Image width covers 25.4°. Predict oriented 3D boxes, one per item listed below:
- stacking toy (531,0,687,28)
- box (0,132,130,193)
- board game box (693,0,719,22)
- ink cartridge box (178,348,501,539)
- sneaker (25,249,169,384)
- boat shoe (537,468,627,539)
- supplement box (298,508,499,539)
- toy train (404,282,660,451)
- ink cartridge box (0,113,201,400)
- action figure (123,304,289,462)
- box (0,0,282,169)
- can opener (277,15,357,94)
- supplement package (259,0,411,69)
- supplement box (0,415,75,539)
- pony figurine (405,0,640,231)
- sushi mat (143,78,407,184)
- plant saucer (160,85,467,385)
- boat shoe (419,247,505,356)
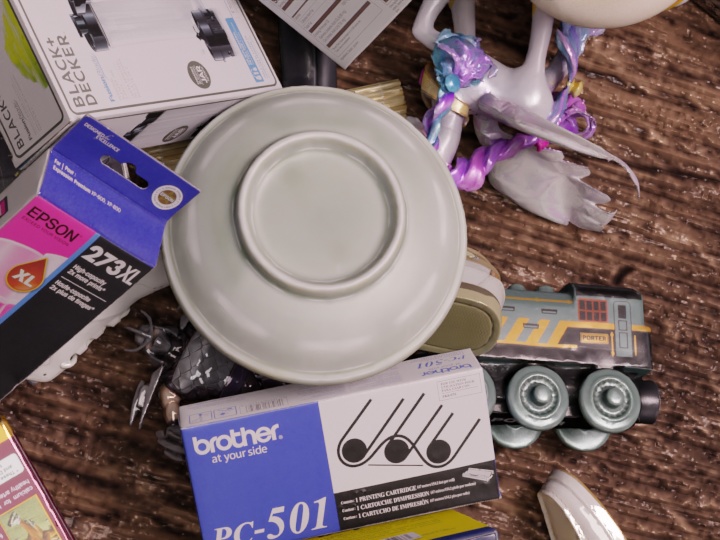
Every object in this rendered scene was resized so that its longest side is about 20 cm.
[{"bbox_3d":[0.188,-0.221,1.069,0.145,0.200,0.148,-1,88,24],"label":"stacking toy"},{"bbox_3d":[-0.253,-0.069,1.029,0.198,0.049,0.162,-10,58,-14],"label":"box"},{"bbox_3d":[0.280,-0.258,1.140,0.199,0.159,0.097,36,81,-9],"label":"board game box"},{"bbox_3d":[-0.013,0.120,1.047,0.198,0.044,0.095,-11,107,-5],"label":"ink cartridge box"},{"bbox_3d":[-0.203,0.024,1.072,0.198,0.075,0.088,-17,107,-8],"label":"sneaker"},{"bbox_3d":[0.167,0.242,1.144,0.069,0.071,0.201,-27,96,-14],"label":"boat shoe"},{"bbox_3d":[0.021,0.220,1.044,0.109,0.200,0.110,-11,91,-13],"label":"supplement box"},{"bbox_3d":[0.117,0.064,1.135,0.198,0.085,0.115,4,70,-10],"label":"toy train"},{"bbox_3d":[-0.196,-0.002,0.969,0.200,0.037,0.094,-41,130,19],"label":"ink cartridge box"},{"bbox_3d":[-0.072,0.083,1.095,0.199,0.069,0.131,29,87,-8],"label":"action figure"},{"bbox_3d":[-0.153,-0.139,1.018,0.199,0.060,0.117,-15,77,-52],"label":"box"},{"bbox_3d":[-0.033,-0.135,1.106,0.078,0.063,0.202,-9,75,13],"label":"can opener"},{"bbox_3d":[0.022,-0.264,1.050,0.111,0.156,0.201,38,57,-10],"label":"supplement package"},{"bbox_3d":[-0.232,0.209,1.042,0.110,0.086,0.201,-30,95,-13],"label":"supplement box"},{"bbox_3d":[0.107,-0.117,1.113,0.191,0.167,0.202,17,75,3],"label":"pony figurine"},{"bbox_3d":[-0.052,-0.070,1.130,0.198,0.012,0.097,-14,91,-14],"label":"sushi mat"},{"bbox_3d":[-0.027,-0.031,1.007,0.198,0.050,0.202,2,72,-7],"label":"plant saucer"},{"bbox_3d":[0.000,0.000,1.078,0.198,0.069,0.075,19,127,-5],"label":"boat shoe"}]
